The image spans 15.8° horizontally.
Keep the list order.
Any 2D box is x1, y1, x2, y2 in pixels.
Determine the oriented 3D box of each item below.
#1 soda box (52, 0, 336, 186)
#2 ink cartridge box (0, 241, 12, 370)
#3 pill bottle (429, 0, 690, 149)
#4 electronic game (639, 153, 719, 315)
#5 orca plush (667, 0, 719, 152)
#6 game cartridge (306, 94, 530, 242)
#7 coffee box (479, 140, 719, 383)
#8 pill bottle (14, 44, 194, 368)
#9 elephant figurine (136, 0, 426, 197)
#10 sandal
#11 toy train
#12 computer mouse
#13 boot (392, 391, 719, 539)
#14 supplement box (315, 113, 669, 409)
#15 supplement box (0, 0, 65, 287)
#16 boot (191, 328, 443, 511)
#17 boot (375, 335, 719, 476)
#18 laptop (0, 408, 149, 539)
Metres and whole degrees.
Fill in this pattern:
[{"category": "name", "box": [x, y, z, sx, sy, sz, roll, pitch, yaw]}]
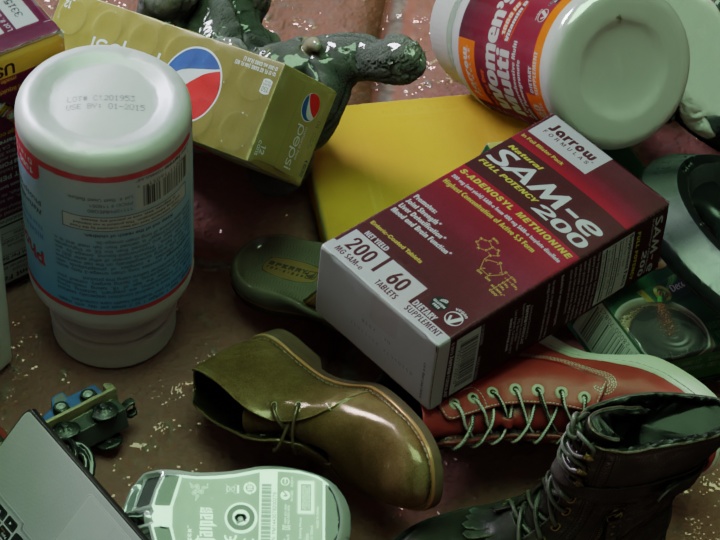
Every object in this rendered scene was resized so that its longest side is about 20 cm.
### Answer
[{"category": "soda box", "box": [-0.117, -0.120, 1.683, 0.199, 0.064, 0.068, 21, 89, 36]}, {"category": "ink cartridge box", "box": [-0.272, 0.006, 1.590, 0.059, 0.201, 0.104, 27, 49, 22]}, {"category": "pill bottle", "box": [0.128, -0.151, 1.748, 0.109, 0.110, 0.200, -19, 20, -20]}, {"category": "electronic game", "box": [0.266, -0.008, 1.695, 0.199, 0.042, 0.200, 24, 31, -15]}, {"category": "orca plush", "box": [0.243, -0.134, 1.817, 0.199, 0.071, 0.106, 28, 80, -21]}, {"category": "game cartridge", "box": [0.056, -0.043, 1.775, 0.175, 0.033, 0.201, -5, 44, -8]}, {"category": "coffee box", "box": [0.168, -0.008, 1.697, 0.122, 0.044, 0.200, -8, 50, -36]}, {"category": "pill bottle", "box": [-0.159, -0.035, 1.635, 0.108, 0.201, 0.109, 1, 45, -2]}, {"category": "elephant figurine", "box": [-0.070, -0.118, 1.757, 0.141, 0.156, 0.200, -17, 42, -32]}, {"category": "sandal", "box": [0.000, 0.000, 1.658, 0.199, 0.055, 0.082, 15, 45, 32]}, {"category": "toy train", "box": [-0.229, 0.121, 1.600, 0.199, 0.034, 0.046, -25, 39, -23]}, {"category": "computer mouse", "box": [-0.106, 0.158, 1.558, 0.199, 0.044, 0.110, 3, 61, -3]}, {"category": "boot", "box": [0.115, 0.126, 1.504, 0.199, 0.174, 0.070, -12, 62, -14]}, {"category": "supplement box", "box": [0.082, -0.009, 1.590, 0.199, 0.061, 0.109, -30, 55, -31]}, {"category": "supplement box", "box": [-0.258, -0.099, 1.692, 0.103, 0.201, 0.131, -24, 52, -23]}, {"category": "boot", "box": [-0.029, 0.099, 1.580, 0.075, 0.074, 0.200, -13, 28, -38]}, {"category": "boot", "box": [0.112, 0.092, 1.574, 0.199, 0.073, 0.144, 18, 23, 33]}, {"category": "laptop", "box": [-0.224, 0.202, 1.459, 0.187, 0.116, 0.200, 44, 101, 32]}]
